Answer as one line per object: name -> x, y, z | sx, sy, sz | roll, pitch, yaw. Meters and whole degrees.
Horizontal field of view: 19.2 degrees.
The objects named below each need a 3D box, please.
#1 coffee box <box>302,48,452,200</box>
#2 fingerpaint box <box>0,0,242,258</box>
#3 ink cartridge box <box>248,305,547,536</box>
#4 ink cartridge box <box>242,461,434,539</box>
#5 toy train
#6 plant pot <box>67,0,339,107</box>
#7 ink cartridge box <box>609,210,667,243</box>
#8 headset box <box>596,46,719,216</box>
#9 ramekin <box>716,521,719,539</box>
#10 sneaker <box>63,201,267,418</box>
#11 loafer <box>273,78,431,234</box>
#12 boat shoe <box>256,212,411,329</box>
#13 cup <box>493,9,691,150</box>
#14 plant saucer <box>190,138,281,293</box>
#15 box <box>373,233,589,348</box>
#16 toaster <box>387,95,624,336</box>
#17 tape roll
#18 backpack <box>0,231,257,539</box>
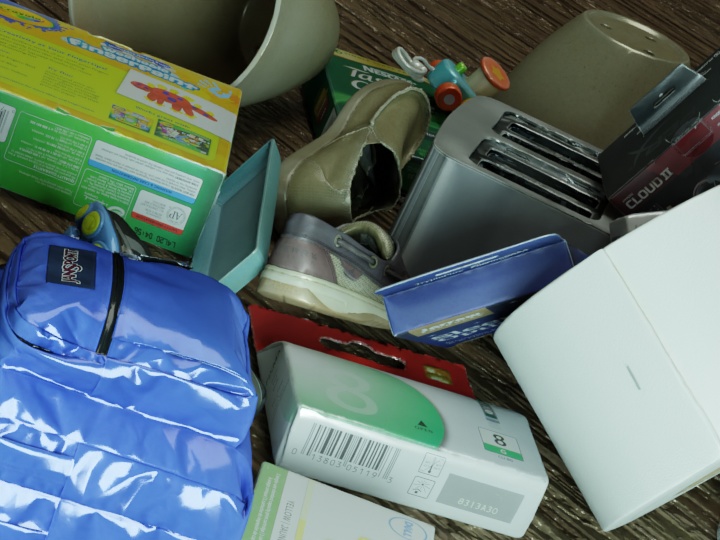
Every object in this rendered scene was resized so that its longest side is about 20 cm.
coffee box -> 0.021, -0.118, 1.755 | 0.123, 0.044, 0.200 | 17, 23, -15
fingerpaint box -> -0.191, -0.103, 1.477 | 0.200, 0.073, 0.167 | 20, 24, -9
ink cartridge box -> 0.019, 0.073, 1.308 | 0.161, 0.050, 0.200 | 17, 25, -16
ink cartridge box -> 0.025, 0.182, 1.095 | 0.199, 0.048, 0.146 | 20, 22, -2
toy train -> 0.113, -0.113, 1.729 | 0.200, 0.056, 0.150 | 55, 13, 17
plant pot -> -0.101, -0.207, 1.693 | 0.187, 0.188, 0.200 | 33, 11, 22
ink cartridge box -> 0.275, 0.035, 1.436 | 0.199, 0.161, 0.050 | -5, -3, -10
headset box -> 0.275, -0.064, 1.501 | 0.200, 0.149, 0.075 | 40, 21, -20
ramekin -> 0.336, 0.172, 1.353 | 0.202, 0.094, 0.202 | 20, 22, -9
sneaker -> -0.124, 0.032, 1.269 | 0.083, 0.071, 0.200 | 20, 19, -48
loafer -> 0.006, -0.078, 1.574 | 0.067, 0.076, 0.200 | 14, 38, 26
boat shoe -> 0.000, 0.000, 1.400 | 0.072, 0.065, 0.200 | 19, 4, 28
cup -> 0.213, -0.143, 1.869 | 0.200, 0.144, 0.200 | 19, 23, -9
plant saucer -> -0.083, -0.028, 1.434 | 0.019, 0.070, 0.200 | 45, 18, -16
box -> 0.087, 0.016, 1.357 | 0.200, 0.121, 0.032 | 21, 52, -74
toaster -> 0.113, -0.030, 1.555 | 0.200, 0.119, 0.181 | 26, 22, 7
tape roll -> 0.199, 0.050, 1.285 | 0.203, 0.203, 0.139 | -14, 71, -56
backpack -> -0.155, 0.069, 1.020 | 0.199, 0.168, 0.163 | 14, 17, -12
